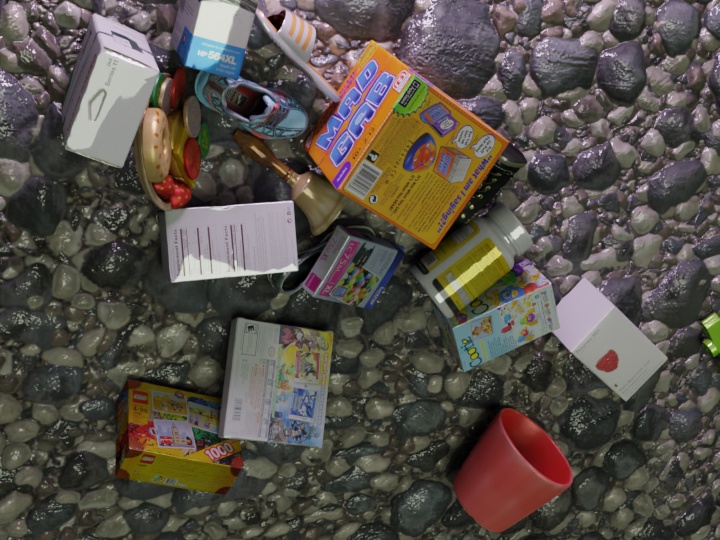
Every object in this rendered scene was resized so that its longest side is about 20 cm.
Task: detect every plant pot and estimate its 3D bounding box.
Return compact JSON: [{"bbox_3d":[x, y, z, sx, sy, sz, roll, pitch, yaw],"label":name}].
[{"bbox_3d":[0.290,0.403,1.869,0.199,0.201,0.178,28,113,-29],"label":"plant pot"}]

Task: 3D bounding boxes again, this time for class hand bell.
[{"bbox_3d":[-0.120,-0.155,1.498,0.199,0.104,0.104,37,100,-19],"label":"hand bell"}]

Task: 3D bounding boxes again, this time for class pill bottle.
[{"bbox_3d":[0.195,-0.020,1.654,0.199,0.115,0.115,-38,122,2],"label":"pill bottle"}]

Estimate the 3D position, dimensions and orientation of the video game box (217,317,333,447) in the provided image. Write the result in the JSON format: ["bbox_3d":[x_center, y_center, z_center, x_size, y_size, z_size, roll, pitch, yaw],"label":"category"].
[{"bbox_3d":[-0.143,0.192,1.622,0.180,0.047,0.203,11,79,-22],"label":"video game box"}]

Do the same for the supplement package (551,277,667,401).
[{"bbox_3d":[0.470,0.134,1.829,0.199,0.120,0.121,38,100,-31],"label":"supplement package"}]

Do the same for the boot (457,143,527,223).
[{"bbox_3d":[0.199,-0.144,1.558,0.073,0.204,0.154,40,105,3],"label":"boot"}]

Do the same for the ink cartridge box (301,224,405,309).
[{"bbox_3d":[0.000,0.000,1.591,0.199,0.042,0.120,13,112,-55],"label":"ink cartridge box"}]

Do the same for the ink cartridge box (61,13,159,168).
[{"bbox_3d":[-0.344,-0.246,1.289,0.082,0.200,0.148,18,109,-26],"label":"ink cartridge box"}]

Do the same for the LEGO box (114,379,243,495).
[{"bbox_3d":[-0.306,0.280,1.593,0.198,0.150,0.078,16,125,-27],"label":"LEGO box"}]

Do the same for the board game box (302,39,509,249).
[{"bbox_3d":[0.065,-0.195,1.466,0.198,0.200,0.201,29,103,-29],"label":"board game box"}]

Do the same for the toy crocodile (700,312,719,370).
[{"bbox_3d":[0.765,0.166,1.996,0.067,0.062,0.200,-39,117,3],"label":"toy crocodile"}]

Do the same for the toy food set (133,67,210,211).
[{"bbox_3d":[-0.270,-0.187,1.360,0.048,0.200,0.201,1,148,10],"label":"toy food set"}]

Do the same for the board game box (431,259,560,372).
[{"bbox_3d":[0.246,0.080,1.729,0.198,0.103,0.106,-23,122,-8],"label":"board game box"}]

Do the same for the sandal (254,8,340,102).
[{"bbox_3d":[-0.086,-0.337,1.418,0.059,0.079,0.206,-46,130,5],"label":"sandal"}]

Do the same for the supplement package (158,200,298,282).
[{"bbox_3d":[-0.207,-0.045,1.477,0.197,0.114,0.111,-5,92,-17],"label":"supplement package"}]

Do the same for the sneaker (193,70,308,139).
[{"bbox_3d":[-0.151,-0.235,1.415,0.198,0.095,0.080,15,105,-40],"label":"sneaker"}]

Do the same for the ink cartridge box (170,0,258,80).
[{"bbox_3d":[-0.192,-0.385,1.307,0.083,0.146,0.202,11,112,-23],"label":"ink cartridge box"}]

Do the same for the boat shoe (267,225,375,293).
[{"bbox_3d":[-0.058,-0.013,1.594,0.198,0.062,0.074,-22,118,-10],"label":"boat shoe"}]
